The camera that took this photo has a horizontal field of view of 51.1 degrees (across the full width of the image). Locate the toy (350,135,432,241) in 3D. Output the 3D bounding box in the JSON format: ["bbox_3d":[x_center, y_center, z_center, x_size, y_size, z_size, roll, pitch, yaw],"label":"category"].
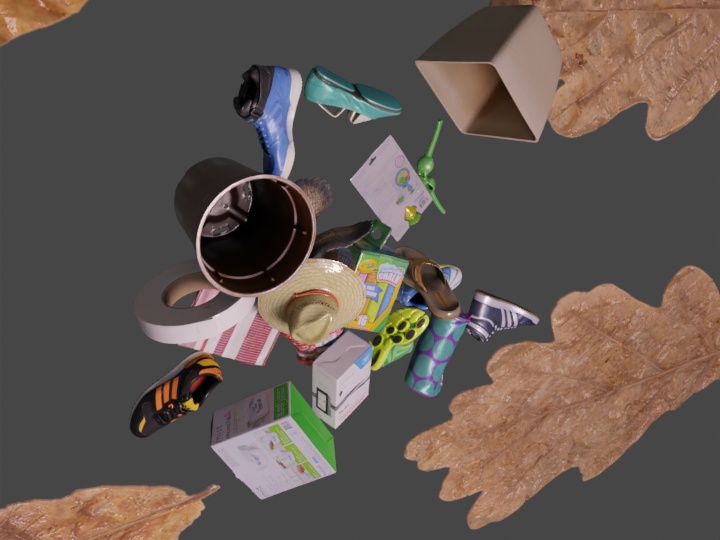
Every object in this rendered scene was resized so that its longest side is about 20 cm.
[{"bbox_3d":[0.055,-0.160,1.464,0.115,0.047,0.200,-49,132,-8],"label":"toy"}]

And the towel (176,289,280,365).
[{"bbox_3d":[-0.235,0.095,1.416,0.199,0.023,0.145,22,97,-40],"label":"towel"}]

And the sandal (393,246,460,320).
[{"bbox_3d":[0.133,0.015,1.505,0.080,0.200,0.054,-22,144,-22],"label":"sandal"}]

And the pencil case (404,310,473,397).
[{"bbox_3d":[0.172,0.174,1.677,0.092,0.085,0.201,18,103,-21],"label":"pencil case"}]

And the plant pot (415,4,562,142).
[{"bbox_3d":[0.260,-0.382,1.411,0.178,0.199,0.200,-55,130,-14],"label":"plant pot"}]

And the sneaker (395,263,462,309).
[{"bbox_3d":[0.150,0.044,1.586,0.198,0.105,0.076,-13,119,-27],"label":"sneaker"}]

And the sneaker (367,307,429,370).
[{"bbox_3d":[0.080,0.136,1.581,0.083,0.074,0.200,-12,155,-45],"label":"sneaker"}]

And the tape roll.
[{"bbox_3d":[-0.273,0.046,1.250,0.202,0.203,0.037,-24,126,-21],"label":"tape roll"}]

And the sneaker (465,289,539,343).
[{"bbox_3d":[0.324,0.122,1.758,0.199,0.070,0.109,20,96,-31],"label":"sneaker"}]

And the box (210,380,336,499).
[{"bbox_3d":[-0.169,0.340,1.486,0.175,0.097,0.201,-23,128,12],"label":"box"}]

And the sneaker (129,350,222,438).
[{"bbox_3d":[-0.336,0.237,1.372,0.200,0.090,0.070,-44,128,-8],"label":"sneaker"}]

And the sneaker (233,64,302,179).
[{"bbox_3d":[-0.166,-0.241,1.259,0.111,0.077,0.202,-1,108,-39],"label":"sneaker"}]

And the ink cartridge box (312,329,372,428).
[{"bbox_3d":[-0.038,0.234,1.528,0.116,0.068,0.201,-40,149,-36],"label":"ink cartridge box"}]

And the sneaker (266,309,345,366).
[{"bbox_3d":[-0.113,0.135,1.471,0.200,0.067,0.109,4,110,-47],"label":"sneaker"}]

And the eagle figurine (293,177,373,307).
[{"bbox_3d":[-0.097,-0.058,1.368,0.151,0.151,0.200,35,102,-24],"label":"eagle figurine"}]

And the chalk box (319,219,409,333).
[{"bbox_3d":[0.000,0.000,1.457,0.123,0.125,0.202,11,105,-36],"label":"chalk box"}]

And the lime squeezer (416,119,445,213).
[{"bbox_3d":[0.140,-0.197,1.518,0.071,0.037,0.202,-44,135,-49],"label":"lime squeezer"}]

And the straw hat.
[{"bbox_3d":[-0.084,0.080,1.315,0.199,0.086,0.202,-2,132,-2],"label":"straw hat"}]

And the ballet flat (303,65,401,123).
[{"bbox_3d":[-0.020,-0.302,1.346,0.199,0.068,0.071,13,129,-36],"label":"ballet flat"}]

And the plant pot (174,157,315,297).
[{"bbox_3d":[-0.206,-0.086,1.233,0.199,0.198,0.202,-14,119,-28],"label":"plant pot"}]
